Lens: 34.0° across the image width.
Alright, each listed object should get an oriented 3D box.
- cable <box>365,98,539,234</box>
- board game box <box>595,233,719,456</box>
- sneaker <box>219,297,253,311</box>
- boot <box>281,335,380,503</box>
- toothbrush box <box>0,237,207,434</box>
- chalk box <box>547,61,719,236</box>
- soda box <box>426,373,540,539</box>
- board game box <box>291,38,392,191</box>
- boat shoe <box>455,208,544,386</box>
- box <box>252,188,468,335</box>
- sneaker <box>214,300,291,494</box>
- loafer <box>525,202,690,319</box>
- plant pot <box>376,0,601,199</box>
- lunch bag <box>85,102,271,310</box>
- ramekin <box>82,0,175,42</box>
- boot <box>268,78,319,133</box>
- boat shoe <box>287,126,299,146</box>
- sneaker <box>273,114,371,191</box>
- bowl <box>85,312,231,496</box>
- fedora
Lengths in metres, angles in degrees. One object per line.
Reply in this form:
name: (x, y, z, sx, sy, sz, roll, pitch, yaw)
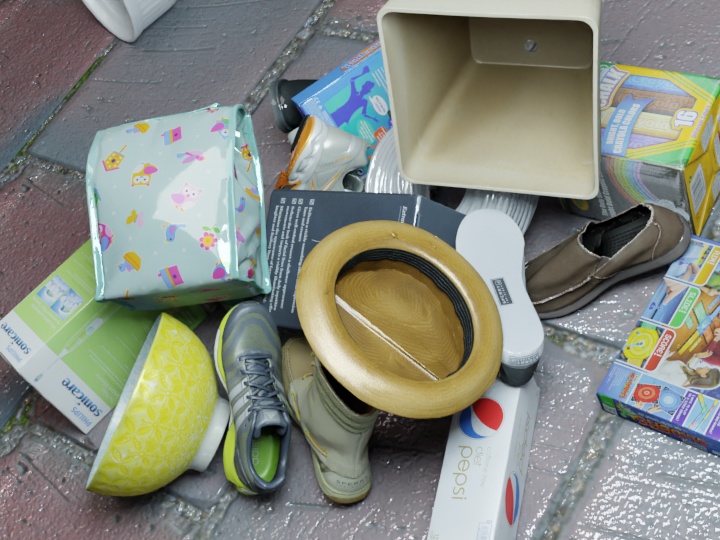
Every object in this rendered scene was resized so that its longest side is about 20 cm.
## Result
cable: (0.098, -0.093, 1.284, 0.200, 0.069, 0.200, 38, 108, 36)
board game box: (0.331, 0.067, 1.119, 0.135, 0.034, 0.200, 21, 66, 36)
sneaker: (-0.192, -0.021, 1.405, 0.200, 0.080, 0.071, 30, 71, 39)
boot: (-0.031, 0.109, 1.172, 0.072, 0.155, 0.200, -10, 49, -16)
toothbrush box: (-0.297, 0.062, 1.347, 0.200, 0.146, 0.086, -46, 50, -13)
chalk box: (0.276, -0.132, 1.243, 0.200, 0.124, 0.124, 17, 64, 33)
soda box: (0.119, 0.183, 1.108, 0.064, 0.068, 0.200, 0, 54, 24)
board game box: (0.043, -0.191, 1.379, 0.200, 0.152, 0.045, -34, 24, -3)
boat shoe: (0.133, 0.024, 1.146, 0.068, 0.057, 0.200, -6, 47, -2)
box: (0.000, 0.000, 1.231, 0.200, 0.107, 0.149, 6, 83, 38)
sneaker: (-0.098, 0.130, 1.184, 0.074, 0.200, 0.081, -7, 2, -25)
loafer: (0.229, -0.019, 1.193, 0.200, 0.071, 0.073, -29, 45, 24)
plant pot: (0.146, -0.210, 1.150, 0.199, 0.200, 0.177, 7, 45, 18)
lunch bag: (-0.189, -0.068, 1.224, 0.170, 0.122, 0.200, -9, 77, 14)
ramekin: (-0.360, -0.449, 1.748, 0.098, 0.201, 0.200, -39, 48, -18)
boot: (0.001, -0.227, 1.442, 0.200, 0.066, 0.165, -13, 9, 14)
boat shoe: (0.012, -0.171, 1.443, 0.200, 0.076, 0.060, -21, 86, -3)
sneaker: (-0.049, -0.088, 1.351, 0.092, 0.200, 0.076, 17, 53, -11)
bowl: (-0.200, 0.155, 1.240, 0.108, 0.200, 0.200, 23, 57, -11)
fedora: (0.029, 0.053, 1.071, 0.200, 0.082, 0.201, 8, 59, -13)
